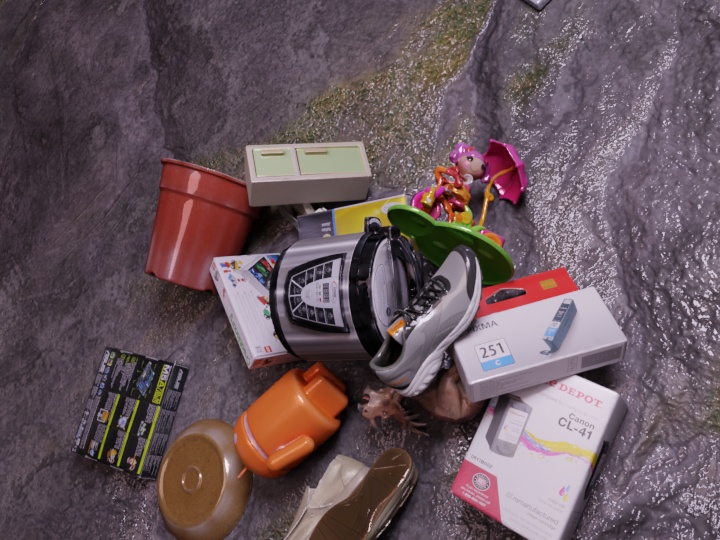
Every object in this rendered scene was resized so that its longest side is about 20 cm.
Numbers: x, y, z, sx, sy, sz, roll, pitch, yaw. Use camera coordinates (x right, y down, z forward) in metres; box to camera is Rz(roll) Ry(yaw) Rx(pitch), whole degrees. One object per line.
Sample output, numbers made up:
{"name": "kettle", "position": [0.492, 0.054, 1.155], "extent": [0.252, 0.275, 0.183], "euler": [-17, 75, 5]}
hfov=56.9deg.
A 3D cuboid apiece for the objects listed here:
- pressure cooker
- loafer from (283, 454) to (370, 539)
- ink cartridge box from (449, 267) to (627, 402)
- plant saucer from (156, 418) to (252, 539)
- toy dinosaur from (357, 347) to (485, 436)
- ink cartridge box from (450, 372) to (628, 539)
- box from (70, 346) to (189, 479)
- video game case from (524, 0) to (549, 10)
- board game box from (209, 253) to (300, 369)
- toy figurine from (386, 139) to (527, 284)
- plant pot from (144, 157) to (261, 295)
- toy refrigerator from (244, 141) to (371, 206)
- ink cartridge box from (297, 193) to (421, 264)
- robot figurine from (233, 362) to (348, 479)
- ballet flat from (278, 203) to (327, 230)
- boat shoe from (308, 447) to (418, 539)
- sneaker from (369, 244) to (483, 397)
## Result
{"name": "pressure cooker", "position": [-0.005, 0.033, 0.913], "extent": [0.197, 0.177, 0.180], "euler": [-4, 42, 26]}
{"name": "loafer", "position": [-0.060, 0.350, 0.954], "extent": [0.200, 0.076, 0.068], "euler": [-48, 55, -5]}
{"name": "ink cartridge box", "position": [0.206, 0.063, 0.850], "extent": [0.197, 0.045, 0.178], "euler": [-15, 43, -2]}
{"name": "plant saucer", "position": [-0.268, 0.344, 1.090], "extent": [0.197, 0.035, 0.204], "euler": [-10, 67, 25]}
{"name": "toy dinosaur", "position": [0.106, 0.172, 0.906], "extent": [0.198, 0.085, 0.138], "euler": [7, 76, 39]}
{"name": "ink cartridge box", "position": [0.223, 0.223, 0.832], "extent": [0.146, 0.085, 0.203], "euler": [22, 83, 33]}
{"name": "box", "position": [-0.419, 0.252, 1.203], "extent": [0.190, 0.047, 0.203], "euler": [6, 74, 28]}
{"name": "video game case", "position": [0.299, -0.553, 1.115], "extent": [0.182, 0.022, 0.201], "euler": [-44, 56, 8]}
{"name": "board game box", "position": [-0.155, 0.059, 1.080], "extent": [0.202, 0.125, 0.035], "euler": [61, 138, 30]}
{"name": "toy figurine", "position": [0.158, -0.110, 0.955], "extent": [0.198, 0.150, 0.186], "euler": [29, 70, -8]}
{"name": "plant pot", "position": [-0.281, -0.069, 1.169], "extent": [0.198, 0.200, 0.199], "euler": [16, 88, 32]}
{"name": "toy refrigerator", "position": [-0.087, -0.161, 1.089], "extent": [0.196, 0.070, 0.077], "euler": [-5, 59, -15]}
{"name": "ink cartridge box", "position": [0.000, 0.000, 1.026], "extent": [0.195, 0.047, 0.204], "euler": [-9, 85, 26]}
{"name": "robot figurine", "position": [-0.110, 0.229, 0.995], "extent": [0.200, 0.116, 0.145], "euler": [-42, 58, 9]}
{"name": "ballet flat", "position": [-0.080, -0.087, 1.121], "extent": [0.067, 0.064, 0.199], "euler": [-37, 53, -19]}
{"name": "boat shoe", "position": [0.006, 0.334, 0.896], "extent": [0.072, 0.065, 0.200], "euler": [28, 68, 41]}
{"name": "sneaker", "position": [0.081, 0.059, 0.812], "extent": [0.202, 0.079, 0.074], "euler": [-61, 31, 5]}
